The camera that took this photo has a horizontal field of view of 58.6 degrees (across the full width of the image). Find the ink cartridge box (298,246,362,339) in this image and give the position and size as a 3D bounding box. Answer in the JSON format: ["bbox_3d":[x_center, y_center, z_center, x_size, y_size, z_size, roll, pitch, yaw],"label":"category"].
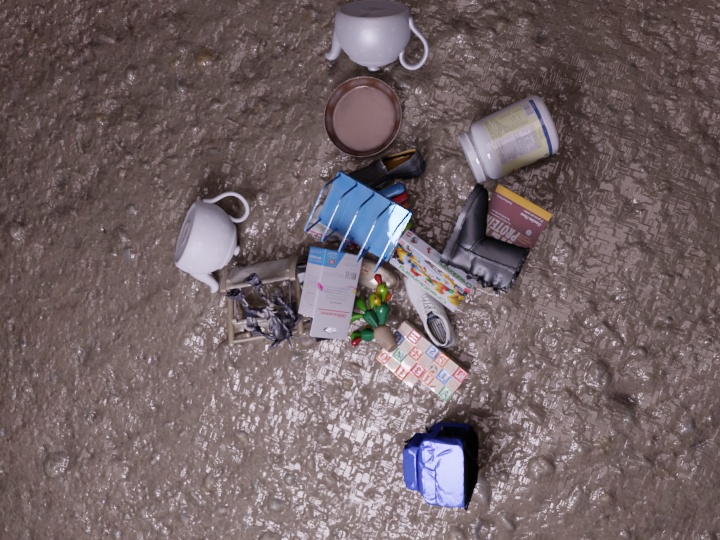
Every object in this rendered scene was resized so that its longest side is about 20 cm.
[{"bbox_3d":[-0.074,0.053,1.497,0.068,0.115,0.202,11,90,50],"label":"ink cartridge box"}]

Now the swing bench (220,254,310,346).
[{"bbox_3d":[-0.231,0.071,1.605,0.197,0.130,0.202,-10,89,12],"label":"swing bench"}]

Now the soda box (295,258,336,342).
[{"bbox_3d":[-0.100,0.069,1.584,0.063,0.071,0.201,-11,103,11],"label":"soda box"}]

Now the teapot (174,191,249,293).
[{"bbox_3d":[-0.374,-0.077,1.626,0.145,0.200,0.199,17,58,-24],"label":"teapot"}]

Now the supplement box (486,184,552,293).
[{"bbox_3d":[0.319,-0.067,1.459,0.132,0.200,0.198,31,96,9],"label":"supplement box"}]

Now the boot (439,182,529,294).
[{"bbox_3d":[0.271,-0.061,1.330,0.162,0.073,0.199,26,102,14],"label":"boot"}]

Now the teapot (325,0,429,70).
[{"bbox_3d":[0.036,-0.554,1.539,0.196,0.200,0.147,-17,128,-18],"label":"teapot"}]

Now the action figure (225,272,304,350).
[{"bbox_3d":[-0.214,0.098,1.486,0.119,0.102,0.200,-44,117,-15],"label":"action figure"}]

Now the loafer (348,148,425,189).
[{"bbox_3d":[0.056,-0.253,1.568,0.199,0.072,0.073,-17,58,7],"label":"loafer"}]

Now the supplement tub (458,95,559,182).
[{"bbox_3d":[0.341,-0.300,1.484,0.199,0.145,0.146,-24,85,10],"label":"supplement tub"}]

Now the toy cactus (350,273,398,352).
[{"bbox_3d":[0.030,0.123,1.540,0.165,0.102,0.200,53,122,31],"label":"toy cactus"}]

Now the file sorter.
[{"bbox_3d":[-0.009,-0.109,1.465,0.199,0.123,0.139,30,118,6],"label":"file sorter"}]

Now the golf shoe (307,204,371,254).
[{"bbox_3d":[-0.034,-0.103,1.597,0.199,0.075,0.092,19,79,4],"label":"golf shoe"}]

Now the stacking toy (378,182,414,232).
[{"bbox_3d":[0.093,-0.104,1.567,0.109,0.116,0.201,-23,99,9],"label":"stacking toy"}]

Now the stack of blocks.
[{"bbox_3d":[0.152,0.229,1.563,0.200,0.059,0.115,38,97,9],"label":"stack of blocks"}]

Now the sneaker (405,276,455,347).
[{"bbox_3d":[0.171,0.094,1.554,0.073,0.071,0.201,-32,83,9],"label":"sneaker"}]

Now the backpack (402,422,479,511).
[{"bbox_3d":[0.193,0.431,1.486,0.167,0.200,0.164,5,95,20],"label":"backpack"}]

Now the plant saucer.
[{"bbox_3d":[0.007,-0.382,1.607,0.199,0.034,0.202,0,91,12],"label":"plant saucer"}]

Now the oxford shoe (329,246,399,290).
[{"bbox_3d":[0.000,0.000,1.586,0.199,0.074,0.071,21,93,10],"label":"oxford shoe"}]

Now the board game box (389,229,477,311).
[{"bbox_3d":[0.166,0.002,1.496,0.200,0.126,0.035,38,63,9],"label":"board game box"}]
